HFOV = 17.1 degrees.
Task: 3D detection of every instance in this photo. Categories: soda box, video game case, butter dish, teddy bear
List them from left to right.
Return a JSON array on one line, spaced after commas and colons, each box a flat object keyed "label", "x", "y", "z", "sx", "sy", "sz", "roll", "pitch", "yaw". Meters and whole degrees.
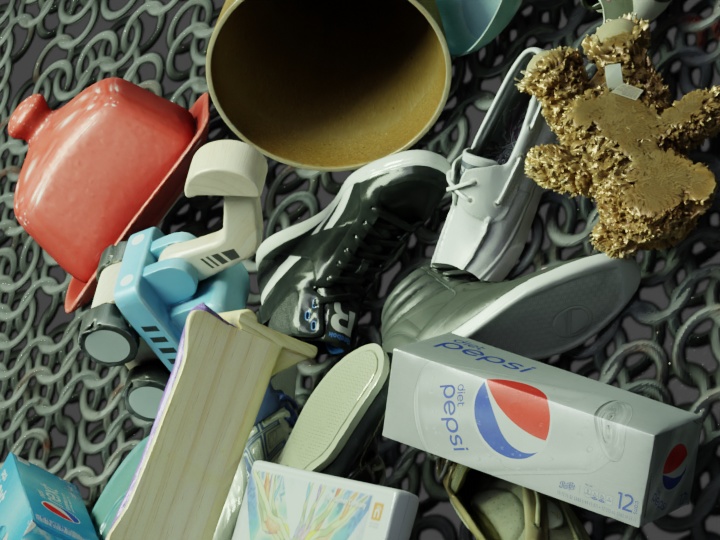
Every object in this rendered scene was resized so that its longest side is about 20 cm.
[{"label": "soda box", "x": -0.251, "y": 0.206, "z": 1.845, "sx": 0.068, "sy": 0.064, "sz": 0.200, "roll": -60, "pitch": 15, "yaw": 3}, {"label": "butter dish", "x": -0.226, "y": -0.090, "z": 1.991, "sx": 0.200, "sy": 0.148, "sz": 0.199, "roll": -52, "pitch": 11, "yaw": 8}, {"label": "video game case", "x": -0.042, "y": 0.221, "z": 1.547, "sx": 0.200, "sy": 0.022, "sz": 0.183, "roll": 3, "pitch": 75, "yaw": 61}, {"label": "soda box", "x": 0.115, "y": 0.100, "z": 1.536, "sx": 0.200, "sy": 0.068, "sz": 0.064, "roll": 18, "pitch": 109, "yaw": 33}, {"label": "teddy bear", "x": 0.181, "y": -0.091, "z": 1.639, "sx": 0.145, "sy": 0.067, "sz": 0.200, "roll": -35, "pitch": 54, "yaw": -10}]

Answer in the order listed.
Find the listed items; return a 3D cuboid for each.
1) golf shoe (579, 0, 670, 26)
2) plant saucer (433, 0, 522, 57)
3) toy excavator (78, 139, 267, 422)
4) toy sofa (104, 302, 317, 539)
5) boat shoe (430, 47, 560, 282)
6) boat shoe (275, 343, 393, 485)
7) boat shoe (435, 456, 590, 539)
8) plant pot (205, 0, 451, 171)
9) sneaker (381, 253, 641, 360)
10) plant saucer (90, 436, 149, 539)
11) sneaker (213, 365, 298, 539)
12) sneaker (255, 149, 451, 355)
[{"label": "golf shoe", "x": 0.171, "y": -0.243, "z": 1.759, "sx": 0.088, "sy": 0.077, "sz": 0.200, "roll": -59, "pitch": 32, "yaw": 22}, {"label": "plant saucer", "x": 0.101, "y": -0.259, "z": 1.824, "sx": 0.200, "sy": 0.027, "sz": 0.200, "roll": -171, "pitch": 90, "yaw": -72}, {"label": "toy excavator", "x": -0.125, "y": 0.001, "z": 1.836, "sx": 0.200, "sy": 0.195, "sz": 0.100, "roll": -20, "pitch": 35, "yaw": 23}, {"label": "toy sofa", "x": -0.115, "y": 0.126, "z": 1.677, "sx": 0.083, "sy": 0.097, "sz": 0.200, "roll": -11, "pitch": 58, "yaw": 69}, {"label": "boat shoe", "x": 0.097, "y": -0.068, "z": 1.724, "sx": 0.200, "sy": 0.068, "sz": 0.072, "roll": -57, "pitch": 39, "yaw": 3}, {"label": "boat shoe", "x": -0.015, "y": 0.133, "z": 1.645, "sx": 0.200, "sy": 0.068, "sz": 0.072, "roll": -62, "pitch": 24, "yaw": 28}, {"label": "boat shoe", "x": 0.092, "y": 0.146, "z": 1.594, "sx": 0.073, "sy": 0.063, "sz": 0.201, "roll": -45, "pitch": 38, "yaw": 18}, {"label": "plant pot", "x": -0.023, "y": -0.210, "z": 1.882, "sx": 0.186, "sy": 0.186, "sz": 0.200, "roll": -36, "pitch": 30, "yaw": 26}, {"label": "sneaker", "x": 0.094, "y": 0.019, "z": 1.656, "sx": 0.200, "sy": 0.071, "sz": 0.099, "roll": -29, "pitch": 40, "yaw": 12}, {"label": "plant saucer", "x": -0.180, "y": 0.202, "z": 1.823, "sx": 0.200, "sy": 0.027, "sz": 0.200, "roll": -53, "pitch": 19, "yaw": 27}, {"label": "sneaker", "x": -0.056, "y": 0.144, "z": 1.757, "sx": 0.088, "sy": 0.075, "sz": 0.200, "roll": 1, "pitch": 76, "yaw": 23}, {"label": "sneaker", "x": 0.000, "y": 0.000, "z": 1.793, "sx": 0.200, "sy": 0.073, "sz": 0.112, "roll": -34, "pitch": 47, "yaw": 39}]
